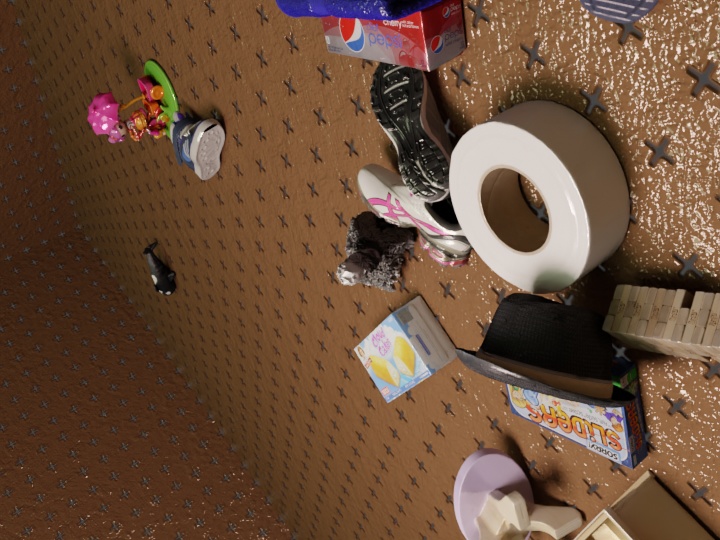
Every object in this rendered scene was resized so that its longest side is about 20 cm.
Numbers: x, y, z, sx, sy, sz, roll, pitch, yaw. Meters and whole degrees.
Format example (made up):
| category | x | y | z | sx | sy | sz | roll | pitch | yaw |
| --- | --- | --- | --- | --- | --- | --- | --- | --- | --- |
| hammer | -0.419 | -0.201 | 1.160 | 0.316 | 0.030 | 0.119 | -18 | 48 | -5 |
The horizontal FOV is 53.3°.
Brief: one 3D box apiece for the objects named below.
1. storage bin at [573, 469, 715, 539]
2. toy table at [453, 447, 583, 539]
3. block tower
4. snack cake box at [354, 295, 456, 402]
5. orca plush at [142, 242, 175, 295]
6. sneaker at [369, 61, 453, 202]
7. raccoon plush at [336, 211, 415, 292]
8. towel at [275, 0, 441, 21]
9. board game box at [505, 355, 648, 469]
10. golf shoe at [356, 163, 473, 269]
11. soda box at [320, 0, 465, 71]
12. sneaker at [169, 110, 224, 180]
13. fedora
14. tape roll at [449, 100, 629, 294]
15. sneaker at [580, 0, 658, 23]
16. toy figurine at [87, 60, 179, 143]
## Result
| category | x | y | z | sx | sy | sz | roll | pitch | yaw |
| --- | --- | --- | --- | --- | --- | --- | --- | --- | --- |
| storage bin | 0.370 | 0.388 | 0.896 | 0.200 | 0.093 | 0.199 | 46 | 149 | 26 |
| toy table | 0.223 | 0.380 | 1.073 | 0.201 | 0.183 | 0.117 | 59 | 172 | -24 |
| block tower | 0.323 | 0.053 | 0.676 | 0.058 | 0.054 | 0.199 | 29 | 168 | -28 |
| snack cake box | 0.071 | 0.135 | 1.200 | 0.115 | 0.067 | 0.200 | 55 | 152 | 9 |
| orca plush | -0.628 | 0.000 | 2.312 | 0.105 | 0.070 | 0.202 | -76 | -20 | -61 |
| sneaker | 0.070 | -0.178 | 0.896 | 0.073 | 0.079 | 0.202 | -20 | 83 | 24 |
| raccoon plush | 0.000 | 0.000 | 1.072 | 0.096 | 0.200 | 0.135 | 31 | 130 | 22 |
| towel | 0.017 | -0.308 | 0.782 | 0.199 | 0.147 | 0.050 | 25 | 145 | 48 |
| board game box | 0.265 | 0.154 | 0.918 | 0.199 | 0.034 | 0.136 | 17 | 130 | 54 |
| golf shoe | 0.079 | -0.095 | 0.968 | 0.200 | 0.072 | 0.093 | 38 | 141 | 20 |
| soda box | 0.033 | -0.293 | 0.857 | 0.199 | 0.063 | 0.071 | 28 | 141 | 46 |
| sneaker | -0.359 | -0.293 | 1.515 | 0.147 | 0.080 | 0.200 | 50 | 157 | 11 |
| fedora | 0.205 | 0.078 | 0.769 | 0.200 | 0.199 | 0.093 | 17 | 94 | 54 |
| tape roll | 0.190 | -0.078 | 0.787 | 0.202 | 0.070 | 0.204 | 40 | 146 | 34 |
| sneaker | 0.217 | -0.281 | 0.554 | 0.073 | 0.083 | 0.200 | 21 | 157 | 18 |
| toy figurine | -0.526 | -0.353 | 1.635 | 0.150 | 0.183 | 0.201 | 43 | 149 | 31 |
